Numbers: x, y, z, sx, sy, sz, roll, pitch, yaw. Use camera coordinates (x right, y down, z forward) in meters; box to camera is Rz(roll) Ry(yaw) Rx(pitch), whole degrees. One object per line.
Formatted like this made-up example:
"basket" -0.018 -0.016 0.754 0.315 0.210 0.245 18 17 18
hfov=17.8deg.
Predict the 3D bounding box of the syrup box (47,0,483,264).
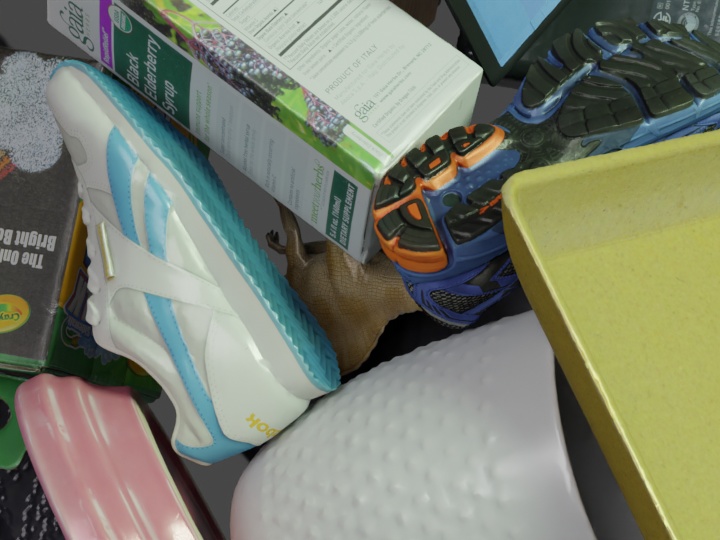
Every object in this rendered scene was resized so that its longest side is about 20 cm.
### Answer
"syrup box" -0.048 -0.103 1.051 0.200 0.079 0.081 37 62 14

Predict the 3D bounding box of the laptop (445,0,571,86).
"laptop" 0.114 -0.205 0.990 0.199 0.178 0.104 -18 36 19

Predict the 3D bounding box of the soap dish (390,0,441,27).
"soap dish" -0.018 -0.200 1.097 0.081 0.200 0.158 -25 65 -19

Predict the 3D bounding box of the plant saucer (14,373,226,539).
"plant saucer" -0.089 0.130 1.044 0.051 0.201 0.201 -27 68 -2

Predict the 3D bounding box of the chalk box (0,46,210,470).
"chalk box" -0.168 -0.002 1.154 0.124 0.124 0.201 9 84 24

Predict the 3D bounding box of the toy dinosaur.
"toy dinosaur" 0.000 0.000 1.108 0.200 0.058 0.102 -8 73 47

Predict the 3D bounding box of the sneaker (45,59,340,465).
"sneaker" -0.094 -0.008 1.034 0.081 0.076 0.200 -37 71 12

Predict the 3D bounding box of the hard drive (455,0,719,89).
"hard drive" 0.151 -0.146 1.089 0.199 0.033 0.140 11 84 25

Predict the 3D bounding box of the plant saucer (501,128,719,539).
"plant saucer" 0.159 0.043 0.966 0.048 0.199 0.201 -43 67 48

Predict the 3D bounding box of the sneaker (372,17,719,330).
"sneaker" 0.090 -0.045 1.018 0.199 0.079 0.075 -30 51 -18

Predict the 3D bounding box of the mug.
"mug" 0.035 0.124 1.005 0.175 0.148 0.200 -19 34 23
